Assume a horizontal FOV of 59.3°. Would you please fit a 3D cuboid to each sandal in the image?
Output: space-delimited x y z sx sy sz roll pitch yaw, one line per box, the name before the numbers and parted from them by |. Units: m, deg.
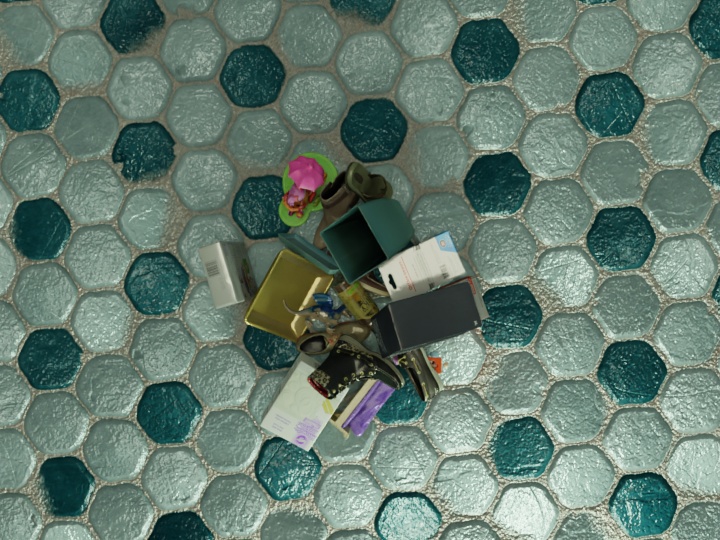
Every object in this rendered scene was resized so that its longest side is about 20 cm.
sandal | 0.030 -0.203 1.540 0.056 0.200 0.081 10 86 30

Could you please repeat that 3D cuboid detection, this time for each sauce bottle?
sauce bottle | 0.007 0.092 1.562 0.064 0.065 0.201 -38 112 2

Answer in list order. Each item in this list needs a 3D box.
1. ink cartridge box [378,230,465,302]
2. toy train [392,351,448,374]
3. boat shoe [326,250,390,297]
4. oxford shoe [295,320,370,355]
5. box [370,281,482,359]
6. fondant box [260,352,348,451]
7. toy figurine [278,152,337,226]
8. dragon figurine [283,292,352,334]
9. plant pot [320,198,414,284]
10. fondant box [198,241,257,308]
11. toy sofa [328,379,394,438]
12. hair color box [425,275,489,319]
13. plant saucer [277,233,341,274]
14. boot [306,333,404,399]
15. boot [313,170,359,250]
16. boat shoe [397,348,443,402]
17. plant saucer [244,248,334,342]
ink cartridge box | 0.151 -0.006 1.595 0.197 0.068 0.118 -24 89 2
toy train | 0.145 0.177 1.608 0.147 0.056 0.205 -1 85 -15
boat shoe | 0.000 0.000 1.601 0.197 0.072 0.073 28 91 7
oxford shoe | -0.067 0.178 1.597 0.196 0.075 0.072 -17 92 -5
box | 0.144 0.114 1.423 0.196 0.182 0.106 -15 80 -15
fondant box | -0.138 0.327 1.571 0.143 0.058 0.202 31 102 -13
toy figurine | -0.146 -0.205 1.546 0.149 0.184 0.202 33 92 1
dragon figurine | -0.100 0.098 1.579 0.196 0.100 0.060 15 125 -9
plant pot | 0.036 -0.087 1.527 0.140 0.199 0.143 -31 89 39
fondant box | -0.316 0.007 1.538 0.057 0.200 0.147 -17 90 7
toy sofa | 0.016 0.327 1.596 0.097 0.083 0.201 38 92 2
hair color box | 0.208 0.099 1.571 0.197 0.064 0.113 -21 90 -14
plant saucer | -0.120 -0.042 1.562 0.199 0.069 0.019 32 111 33
boot | -0.012 0.256 1.490 0.202 0.074 0.154 31 55 25
boot | -0.070 -0.154 1.558 0.070 0.146 0.202 33 86 19
boat shoe | 0.127 0.222 1.531 0.060 0.072 0.203 -35 96 -24
plant saucer | -0.183 0.059 1.573 0.048 0.199 0.202 30 91 43
